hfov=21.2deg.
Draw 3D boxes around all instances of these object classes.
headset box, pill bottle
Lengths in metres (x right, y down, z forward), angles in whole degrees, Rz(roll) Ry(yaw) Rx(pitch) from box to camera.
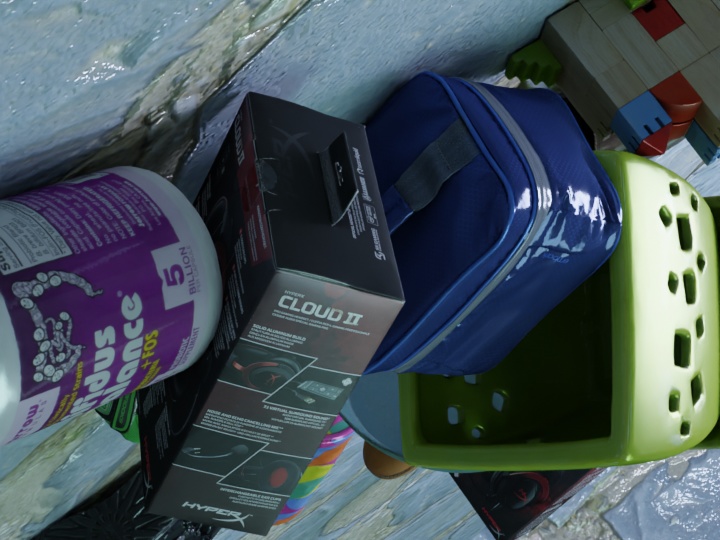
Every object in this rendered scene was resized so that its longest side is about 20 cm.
[{"bbox_3d":[-0.051,0.016,1.016,0.075,0.149,0.200,14,126,-22],"label":"headset box"},{"bbox_3d":[-0.170,0.024,0.909,0.200,0.112,0.112,-22,160,-45],"label":"pill bottle"},{"bbox_3d":[0.192,0.183,2.117,0.200,0.149,0.075,-45,163,33],"label":"headset box"}]

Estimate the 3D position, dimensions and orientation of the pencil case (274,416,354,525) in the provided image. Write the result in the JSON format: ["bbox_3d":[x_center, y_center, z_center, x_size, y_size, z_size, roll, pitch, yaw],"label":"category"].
[{"bbox_3d":[-0.056,0.140,1.586,0.088,0.089,0.200,-27,163,-31],"label":"pencil case"}]

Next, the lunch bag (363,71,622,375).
[{"bbox_3d":[0.043,-0.023,1.191,0.132,0.136,0.200,5,137,-45],"label":"lunch bag"}]

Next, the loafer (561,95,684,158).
[{"bbox_3d":[0.180,-0.106,1.375,0.200,0.073,0.071,-39,166,8],"label":"loafer"}]

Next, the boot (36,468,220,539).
[{"bbox_3d":[-0.191,0.227,1.598,0.165,0.066,0.200,-33,170,-4],"label":"boot"}]

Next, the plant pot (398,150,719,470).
[{"bbox_3d":[0.154,0.035,1.296,0.199,0.201,0.181,-6,171,44],"label":"plant pot"}]

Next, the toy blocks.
[{"bbox_3d":[0.215,-0.135,1.244,0.200,0.137,0.100,-31,165,-17],"label":"toy blocks"}]

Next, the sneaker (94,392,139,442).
[{"bbox_3d":[-0.084,0.027,1.168,0.200,0.085,0.078,-41,165,15],"label":"sneaker"}]

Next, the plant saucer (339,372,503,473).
[{"bbox_3d":[0.064,0.084,1.447,0.200,0.200,0.036,-27,144,-31],"label":"plant saucer"}]

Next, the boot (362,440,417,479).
[{"bbox_3d":[0.042,0.124,1.759,0.200,0.077,0.155,-46,165,23],"label":"boot"}]
